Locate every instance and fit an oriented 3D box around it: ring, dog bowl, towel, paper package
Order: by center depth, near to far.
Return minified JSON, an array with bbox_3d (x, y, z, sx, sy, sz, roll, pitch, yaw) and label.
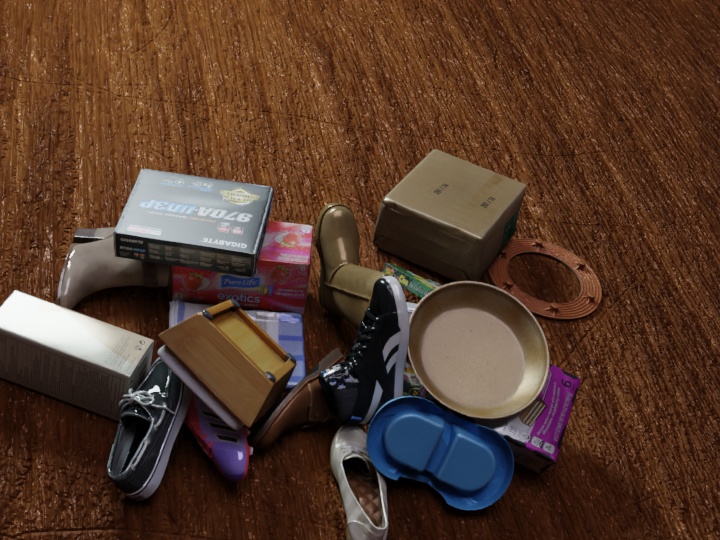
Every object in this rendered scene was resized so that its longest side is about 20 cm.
[{"bbox_3d":[0.100,0.231,1.436,0.199,0.112,0.050,25,4,-9],"label":"dog bowl"},{"bbox_3d":[-0.175,0.104,1.567,0.199,0.024,0.147,7,41,-11],"label":"towel"},{"bbox_3d":[0.151,-0.089,1.835,0.190,0.104,0.200,24,39,17],"label":"paper package"},{"bbox_3d":[0.309,0.008,1.852,0.199,0.019,0.201,10,40,-9],"label":"ring"}]

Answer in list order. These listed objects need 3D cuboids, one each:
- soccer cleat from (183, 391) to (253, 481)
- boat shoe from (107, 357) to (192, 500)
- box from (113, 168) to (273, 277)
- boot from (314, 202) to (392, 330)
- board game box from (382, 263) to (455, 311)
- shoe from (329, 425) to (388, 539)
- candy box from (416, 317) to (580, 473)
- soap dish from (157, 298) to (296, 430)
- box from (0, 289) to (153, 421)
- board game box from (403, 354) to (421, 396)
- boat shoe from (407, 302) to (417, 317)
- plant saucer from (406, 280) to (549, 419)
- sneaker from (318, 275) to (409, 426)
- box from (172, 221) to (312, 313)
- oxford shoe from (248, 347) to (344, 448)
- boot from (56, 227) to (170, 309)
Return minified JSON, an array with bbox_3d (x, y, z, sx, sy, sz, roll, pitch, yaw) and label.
[{"bbox_3d":[-0.198,0.194,1.415,0.076,0.067,0.200,5,35,-31],"label":"soccer cleat"},{"bbox_3d":[-0.267,0.180,1.370,0.073,0.068,0.200,-4,52,28],"label":"boat shoe"},{"bbox_3d":[-0.233,-0.070,1.574,0.199,0.046,0.159,9,40,1],"label":"box"},{"bbox_3d":[0.000,0.000,1.580,0.066,0.176,0.200,-7,12,-21],"label":"boot"},{"bbox_3d":[0.118,0.039,1.642,0.104,0.024,0.200,19,6,-29],"label":"board game box"},{"bbox_3d":[0.004,0.269,1.410,0.070,0.054,0.200,4,41,-15],"label":"shoe"},{"bbox_3d":[0.187,0.170,1.518,0.199,0.061,0.137,25,60,-1],"label":"candy box"},{"bbox_3d":[-0.164,0.113,1.420,0.157,0.081,0.200,44,8,2],"label":"soap dish"},{"bbox_3d":[-0.377,0.111,1.434,0.199,0.095,0.078,21,39,3],"label":"box"},{"bbox_3d":[0.106,0.180,1.575,0.104,0.024,0.200,-13,47,-35],"label":"board game box"},{"bbox_3d":[0.106,0.108,1.595,0.199,0.071,0.070,21,35,-5],"label":"boat shoe"},{"bbox_3d":[0.153,0.111,1.484,0.199,0.035,0.201,7,60,-12],"label":"plant saucer"},{"bbox_3d":[0.000,0.110,1.448,0.111,0.201,0.073,-3,10,-22],"label":"sneaker"},{"bbox_3d":[-0.173,-0.011,1.630,0.199,0.100,0.096,6,39,-4],"label":"box"},{"bbox_3d":[-0.070,0.182,1.481,0.071,0.071,0.200,49,50,2],"label":"oxford shoe"},{"bbox_3d":[-0.348,0.000,1.594,0.146,0.070,0.200,11,40,-10],"label":"boot"}]
